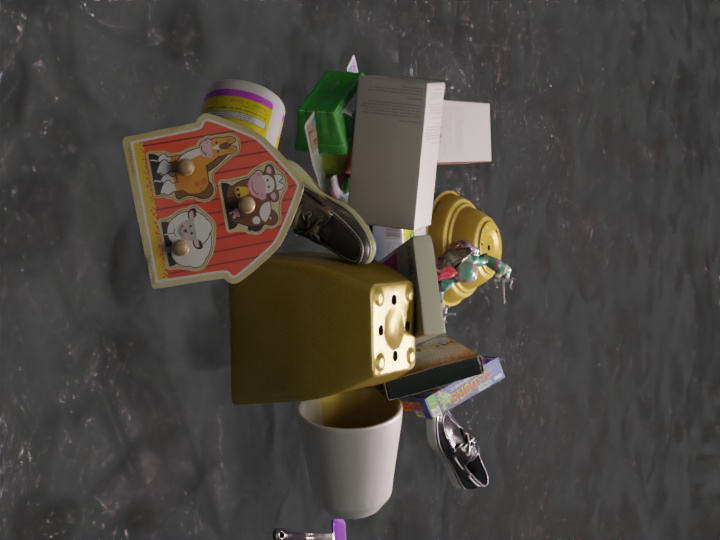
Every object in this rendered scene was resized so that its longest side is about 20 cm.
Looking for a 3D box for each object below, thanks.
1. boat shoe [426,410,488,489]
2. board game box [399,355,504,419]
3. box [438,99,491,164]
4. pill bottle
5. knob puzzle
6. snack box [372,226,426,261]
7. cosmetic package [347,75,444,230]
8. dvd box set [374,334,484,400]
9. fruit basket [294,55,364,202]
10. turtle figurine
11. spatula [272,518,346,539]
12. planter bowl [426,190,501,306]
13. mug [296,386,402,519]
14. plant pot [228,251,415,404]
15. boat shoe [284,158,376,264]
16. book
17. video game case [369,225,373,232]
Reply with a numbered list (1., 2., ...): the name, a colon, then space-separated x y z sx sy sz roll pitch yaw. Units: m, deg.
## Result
1. boat shoe: 0.170 0.305 2.021 0.072 0.067 0.201 -59 137 -41
2. board game box: 0.106 0.166 1.750 0.134 0.200 0.035 -27 101 -22
3. box: 0.113 -0.218 1.880 0.199 0.123 0.099 -10 98 -58
4. pill bottle: -0.161 -0.123 1.439 0.104 0.103 0.202 38 58 -52
5. knob puzzle: -0.161 -0.084 1.360 0.030 0.217 0.223 179 -90 -78
6. snack box: 0.063 -0.020 1.811 0.142 0.052 0.202 -52 143 -61
7. cosmetic package: 0.048 -0.163 1.625 0.085 0.106 0.202 -24 122 -67
8. dvd box set: 0.083 0.137 1.710 0.200 0.145 0.030 -154 -130 -76
9. fruit basket: -0.017 -0.177 1.693 0.186 0.093 0.201 -58 139 -42
10. turtle figurine: 0.165 0.006 1.886 0.200 0.148 0.102 -119 -173 -77
11. spatula: -0.067 0.379 1.666 0.199 0.020 0.057 20 60 -55
12. planter bowl: 0.192 -0.039 2.048 0.200 0.083 0.203 2 88 -60
13. mug: 0.000 0.257 1.666 0.185 0.149 0.155 -16 112 -39
14. plant pot: -0.038 0.073 1.550 0.195 0.198 0.197 -4 93 -58
15. boat shoe: -0.065 -0.071 1.546 0.066 0.201 0.072 -23 146 -42
16. book: 0.057 0.040 1.639 0.047 0.200 0.135 -3 79 -18
17. video game case: 0.000 0.000 1.737 0.143 0.019 0.203 -25 119 -69
